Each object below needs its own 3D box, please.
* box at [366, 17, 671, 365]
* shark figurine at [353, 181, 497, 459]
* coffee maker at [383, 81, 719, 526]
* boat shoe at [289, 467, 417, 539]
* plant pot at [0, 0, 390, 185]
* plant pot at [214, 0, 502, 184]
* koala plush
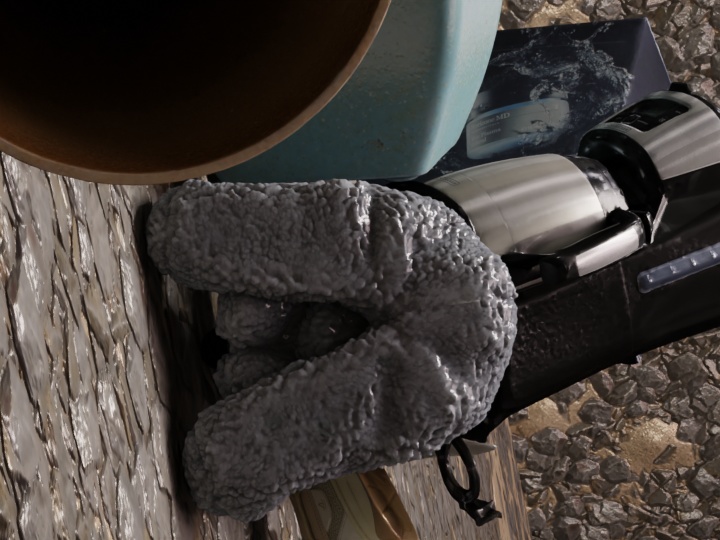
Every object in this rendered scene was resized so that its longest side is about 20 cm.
[{"bbox_3d":[0.092,-0.049,1.661,0.118,0.196,0.200,62,34,-43],"label":"box"},{"bbox_3d":[-0.003,0.015,1.502,0.128,0.089,0.215,8,56,-48],"label":"shark figurine"},{"bbox_3d":[0.121,0.010,1.463,0.135,0.199,0.193,45,-37,43],"label":"coffee maker"},{"bbox_3d":[-0.032,0.104,1.526,0.072,0.065,0.200,39,18,-48],"label":"boat shoe"},{"bbox_3d":[-0.091,-0.138,0.957,0.200,0.186,0.187,-133,-149,-77],"label":"plant pot"},{"bbox_3d":[-0.017,-0.153,1.416,0.196,0.195,0.201,-48,133,-73],"label":"plant pot"},{"bbox_3d":[-0.016,0.037,1.378,0.200,0.183,0.178,129,-48,-82],"label":"koala plush"}]
